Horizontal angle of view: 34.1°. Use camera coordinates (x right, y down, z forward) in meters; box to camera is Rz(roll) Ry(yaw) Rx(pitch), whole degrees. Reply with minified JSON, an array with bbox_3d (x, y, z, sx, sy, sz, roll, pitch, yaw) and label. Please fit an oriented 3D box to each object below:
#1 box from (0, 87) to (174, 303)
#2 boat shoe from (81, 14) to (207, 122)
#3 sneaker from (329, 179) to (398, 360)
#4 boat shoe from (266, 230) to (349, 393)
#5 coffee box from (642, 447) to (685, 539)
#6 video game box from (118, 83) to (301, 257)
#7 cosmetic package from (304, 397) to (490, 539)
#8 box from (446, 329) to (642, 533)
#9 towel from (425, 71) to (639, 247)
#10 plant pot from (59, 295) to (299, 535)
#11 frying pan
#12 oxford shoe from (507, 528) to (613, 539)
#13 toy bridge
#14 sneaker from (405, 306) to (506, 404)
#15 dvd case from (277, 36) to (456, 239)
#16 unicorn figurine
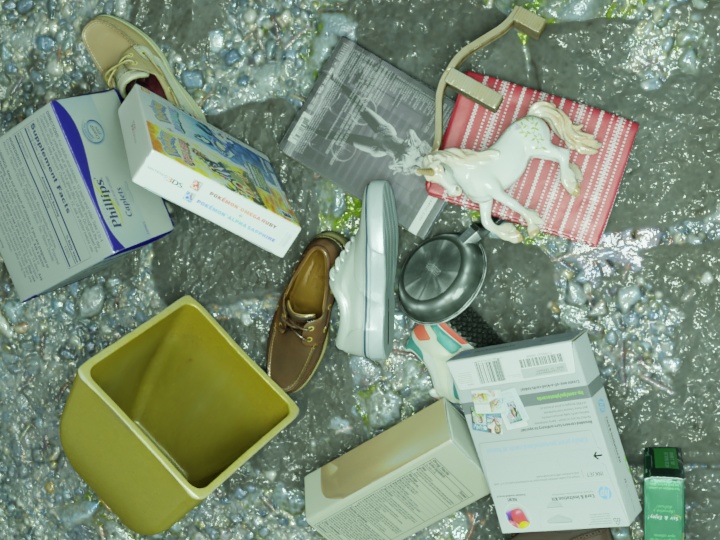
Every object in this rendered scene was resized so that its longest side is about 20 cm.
[{"bbox_3d":[-0.342,-0.086,1.372,0.200,0.105,0.184,-22,91,40],"label":"box"},{"bbox_3d":[-0.259,-0.223,1.377,0.200,0.066,0.074,46,107,6],"label":"boat shoe"},{"bbox_3d":[0.000,0.000,1.291,0.071,0.073,0.201,5,97,15],"label":"sneaker"},{"bbox_3d":[-0.069,0.051,1.356,0.072,0.068,0.201,23,104,13],"label":"boat shoe"},{"bbox_3d":[0.323,0.299,1.246,0.044,0.123,0.201,0,96,14],"label":"coffee box"},{"bbox_3d":[-0.165,-0.110,1.260,0.182,0.200,0.047,25,108,-27],"label":"video game box"},{"bbox_3d":[0.044,0.239,1.326,0.200,0.071,0.105,-31,124,17],"label":"cosmetic package"},{"bbox_3d":[0.190,0.171,1.222,0.156,0.041,0.201,-14,97,38],"label":"box"},{"bbox_3d":[0.182,-0.121,1.264,0.199,0.022,0.145,19,90,9],"label":"towel"},{"bbox_3d":[-0.232,0.190,1.365,0.196,0.194,0.200,46,131,6],"label":"plant pot"},{"bbox_3d":[0.116,-0.013,1.279,0.190,0.031,0.115,-33,46,21],"label":"frying pan"},{"bbox_3d":[0.191,0.320,1.327,0.199,0.071,0.073,-10,66,21],"label":"oxford shoe"},{"bbox_3d":[0.118,-0.191,1.245,0.067,0.027,0.200,30,90,8],"label":"toy bridge"},{"bbox_3d":[0.132,0.127,1.316,0.200,0.070,0.093,48,125,4],"label":"sneaker"},{"bbox_3d":[0.026,-0.150,1.318,0.200,0.016,0.149,32,98,11],"label":"dvd case"},{"bbox_3d":[0.146,-0.099,1.205,0.137,0.074,0.200,49,64,-6],"label":"unicorn figurine"}]
